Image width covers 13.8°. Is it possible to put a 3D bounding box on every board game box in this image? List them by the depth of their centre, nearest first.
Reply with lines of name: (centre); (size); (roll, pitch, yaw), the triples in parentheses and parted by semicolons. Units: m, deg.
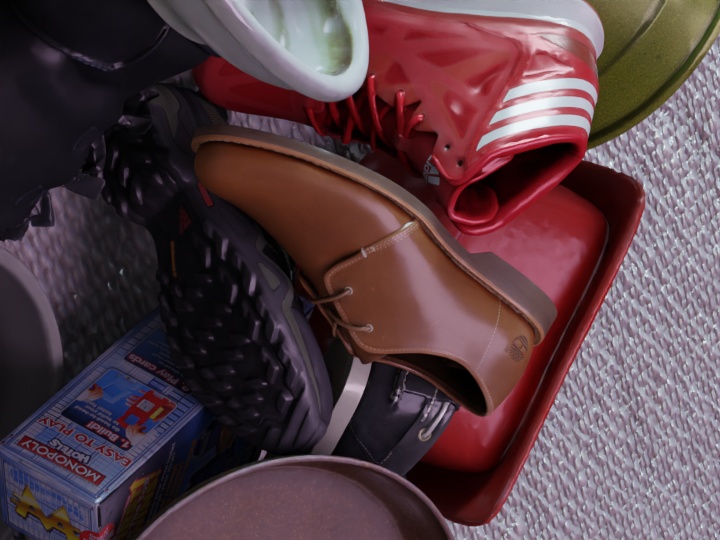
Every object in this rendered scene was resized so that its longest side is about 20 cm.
board game box: (-0.119, 0.113, 1.456); (0.200, 0.062, 0.200); (-29, 143, -62)

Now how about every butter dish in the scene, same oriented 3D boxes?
butter dish: (0.023, 0.006, 1.553); (0.148, 0.199, 0.200); (29, 86, -29)

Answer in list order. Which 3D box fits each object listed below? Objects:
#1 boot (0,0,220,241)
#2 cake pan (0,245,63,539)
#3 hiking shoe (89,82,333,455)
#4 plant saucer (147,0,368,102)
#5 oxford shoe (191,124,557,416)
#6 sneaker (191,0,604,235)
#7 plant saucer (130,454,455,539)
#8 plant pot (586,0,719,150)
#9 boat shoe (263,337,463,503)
boot: (-0.156, -0.104, 1.295); (0.162, 0.073, 0.198); (-36, 141, 13)
cake pan: (-0.221, 0.073, 1.373); (0.200, 0.037, 0.201); (-27, 127, -42)
hiking shoe: (-0.052, -0.008, 1.433); (0.101, 0.076, 0.200); (-12, 72, -49)
plant saucer: (-0.068, -0.152, 1.251); (0.050, 0.201, 0.200); (-28, 146, 18)
oxford shoe: (0.000, 0.000, 1.378); (0.200, 0.071, 0.071); (33, 70, -18)
sneaker: (0.013, -0.077, 1.401); (0.078, 0.199, 0.116); (73, 16, -46)
plant saucer: (-0.047, 0.170, 1.429); (0.200, 0.034, 0.201); (-11, 119, -20)
plant pot: (0.059, -0.187, 1.486); (0.193, 0.200, 0.201); (30, 84, -41)
boat shoe: (-0.012, 0.108, 1.486); (0.067, 0.072, 0.200); (15, 138, -17)
